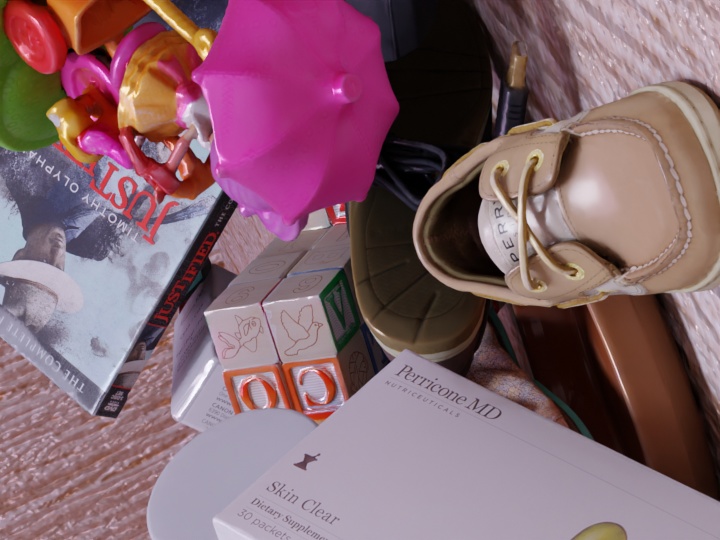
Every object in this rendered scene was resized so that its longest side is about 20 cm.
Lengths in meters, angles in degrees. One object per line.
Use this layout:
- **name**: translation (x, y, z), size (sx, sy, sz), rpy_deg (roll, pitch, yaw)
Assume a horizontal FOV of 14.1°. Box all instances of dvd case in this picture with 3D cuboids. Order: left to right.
- **dvd case**: translation (-0.117, -0.054, 1.349), size (0.146, 0.200, 0.022), rpy_deg (38, -165, 29)

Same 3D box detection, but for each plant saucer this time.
- **plant saucer**: translation (0.103, 0.049, 1.177), size (0.200, 0.032, 0.201), rpy_deg (161, 90, -85)

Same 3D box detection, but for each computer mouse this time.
- **computer mouse**: translation (0.014, -0.116, 1.147), size (0.140, 0.046, 0.200), rpy_deg (30, 121, 42)

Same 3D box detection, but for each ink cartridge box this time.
- **ink cartridge box**: translation (0.002, 0.056, 1.436), size (0.045, 0.200, 0.176), rpy_deg (-57, 18, 22)

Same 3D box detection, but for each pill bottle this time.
- **pill bottle**: translation (-0.009, 0.154, 1.241), size (0.200, 0.113, 0.113), rpy_deg (60, -179, -36)

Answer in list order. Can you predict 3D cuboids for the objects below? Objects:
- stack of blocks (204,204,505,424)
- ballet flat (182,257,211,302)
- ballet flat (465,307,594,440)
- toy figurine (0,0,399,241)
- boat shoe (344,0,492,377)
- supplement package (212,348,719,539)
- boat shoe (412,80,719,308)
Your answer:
- **stack of blocks**: translation (0.000, 0.000, 1.327), size (0.200, 0.058, 0.115), rpy_deg (-49, -54, -57)
- **ballet flat**: translation (-0.134, -0.052, 1.431), size (0.200, 0.068, 0.068), rpy_deg (56, 168, 28)
- **ballet flat**: translation (0.048, 0.063, 1.246), size (0.200, 0.067, 0.068), rpy_deg (-129, 21, -74)
- **toy figurine**: translation (-0.068, -0.075, 1.153), size (0.184, 0.150, 0.200), rpy_deg (39, 147, 27)
- **boat shoe**: translation (0.023, -0.034, 1.251), size (0.066, 0.072, 0.201), rpy_deg (89, 179, -52)
- **supplement package**: translation (0.066, 0.149, 1.077), size (0.200, 0.111, 0.156), rpy_deg (24, 143, 38)
- **boat shoe**: translation (0.072, -0.017, 0.999), size (0.200, 0.066, 0.074), rpy_deg (156, 97, -73)
